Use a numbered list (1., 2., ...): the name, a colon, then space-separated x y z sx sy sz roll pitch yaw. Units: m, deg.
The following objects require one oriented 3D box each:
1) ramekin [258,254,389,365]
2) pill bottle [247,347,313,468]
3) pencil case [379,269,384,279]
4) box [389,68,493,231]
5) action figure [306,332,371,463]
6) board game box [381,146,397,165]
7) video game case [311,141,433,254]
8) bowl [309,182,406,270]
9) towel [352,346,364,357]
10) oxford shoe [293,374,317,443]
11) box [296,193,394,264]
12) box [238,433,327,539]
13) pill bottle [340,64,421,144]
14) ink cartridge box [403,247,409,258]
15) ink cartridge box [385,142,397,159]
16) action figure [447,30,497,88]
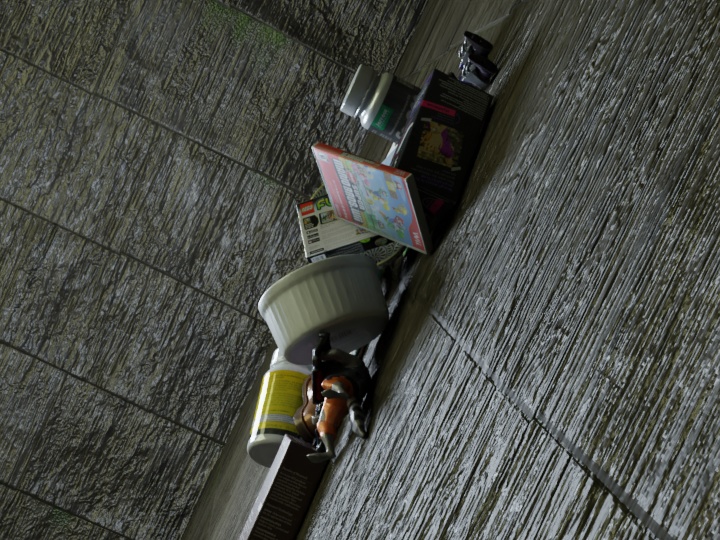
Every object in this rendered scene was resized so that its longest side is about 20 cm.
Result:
1. ramekin: -0.051 0.067 1.506 0.099 0.199 0.201 68 151 21
2. pill bottle: -0.129 0.242 1.718 0.115 0.113 0.202 124 160 -52
3. pencil case: 0.000 0.000 1.731 0.089 0.088 0.200 -61 2 28
4. box: 0.112 -0.183 1.478 0.122 0.105 0.202 127 166 -68
5. action figure: -0.025 0.203 1.404 0.194 0.103 0.202 -65 -24 -65
6. board game box: 0.019 -0.133 1.762 0.200 0.019 0.104 -45 27 31
7. video game case: 0.017 -0.110 1.448 0.017 0.199 0.144 -43 -45 -26
8. bowl: 0.010 -0.066 1.629 0.094 0.199 0.202 63 -137 -57
9. towel: -0.016 0.131 1.727 0.200 0.022 0.148 132 160 -68
10. oxford shoe: -0.059 0.221 1.630 0.071 0.072 0.200 -30 15 12
11. box: 0.000 -0.086 1.567 0.035 0.198 0.111 63 -168 -58
12. box: -0.125 0.368 1.527 0.202 0.074 0.100 -65 6 -8
13. pill bottle: 0.069 -0.299 1.810 0.113 0.198 0.114 -155 90 -83
14. ink cartridge box: 0.087 -0.118 1.701 0.200 0.048 0.147 -82 18 -73
15. ink cartridge box: 0.065 -0.166 1.932 0.116 0.067 0.202 -101 36 -76
16. action figure: 0.167 -0.304 1.649 0.201 0.069 0.131 118 168 -50
